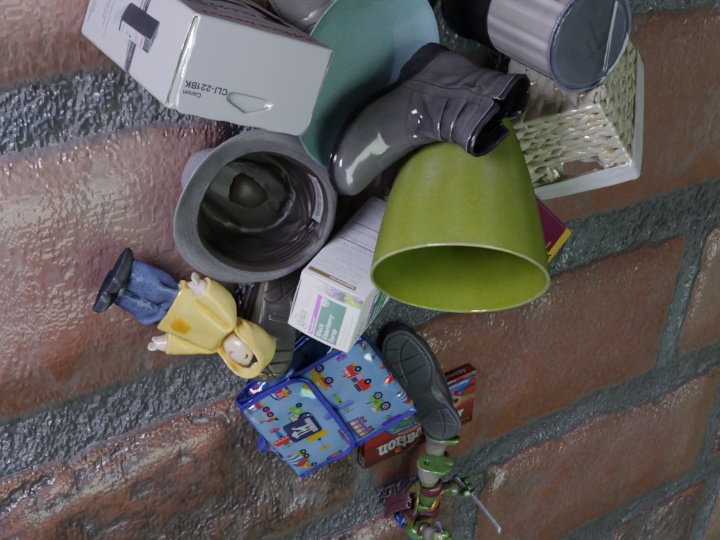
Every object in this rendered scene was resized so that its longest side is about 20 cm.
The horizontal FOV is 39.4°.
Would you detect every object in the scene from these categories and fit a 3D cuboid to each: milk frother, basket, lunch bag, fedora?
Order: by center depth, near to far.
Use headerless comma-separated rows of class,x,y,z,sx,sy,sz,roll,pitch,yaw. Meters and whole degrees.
fedora,-0.122,-0.079,1.076,0.199,0.090,0.177,12,110,-40
milk frother,0.147,-0.270,1.087,0.200,0.188,0.181,-46,135,-3
basket,0.252,-0.206,1.191,0.123,0.135,0.201,49,41,-42
lunch bag,-0.055,0.167,1.300,0.200,0.094,0.151,-36,123,2

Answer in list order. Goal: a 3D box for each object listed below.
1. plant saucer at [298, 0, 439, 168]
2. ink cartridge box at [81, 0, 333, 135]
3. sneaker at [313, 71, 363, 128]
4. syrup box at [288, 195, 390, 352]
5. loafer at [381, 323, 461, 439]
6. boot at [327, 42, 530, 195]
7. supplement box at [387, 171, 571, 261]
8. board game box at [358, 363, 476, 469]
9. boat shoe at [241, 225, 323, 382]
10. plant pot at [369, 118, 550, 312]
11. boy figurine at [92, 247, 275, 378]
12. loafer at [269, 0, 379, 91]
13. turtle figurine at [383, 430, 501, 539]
plant saucer,-0.002,-0.200,1.019,0.201,0.039,0.202,-28,133,-35
ink cartridge box,-0.140,-0.204,0.900,0.144,0.200,0.084,5,115,-40
sneaker,-0.044,-0.173,1.085,0.079,0.079,0.200,-53,140,-7
syrup box,0.000,0.000,1.158,0.200,0.081,0.079,-51,162,-52
loafer,0.083,0.149,1.414,0.072,0.063,0.200,-20,118,16
boot,0.067,-0.140,0.997,0.200,0.131,0.070,-51,142,-9
supplement box,0.152,-0.076,1.263,0.103,0.131,0.200,-52,135,4
board game box,0.085,0.216,1.487,0.199,0.019,0.103,-20,130,-27
boat shoe,-0.105,0.028,1.178,0.074,0.073,0.201,23,83,-36
plant pot,0.109,-0.080,1.077,0.187,0.187,0.201,29,57,-45
boy figurine,-0.185,0.056,1.084,0.200,0.065,0.124,31,126,-20
loafer,-0.037,-0.255,1.029,0.070,0.070,0.200,-26,142,26
turtle figurine,0.138,0.342,1.497,0.144,0.200,0.195,-27,132,-35
